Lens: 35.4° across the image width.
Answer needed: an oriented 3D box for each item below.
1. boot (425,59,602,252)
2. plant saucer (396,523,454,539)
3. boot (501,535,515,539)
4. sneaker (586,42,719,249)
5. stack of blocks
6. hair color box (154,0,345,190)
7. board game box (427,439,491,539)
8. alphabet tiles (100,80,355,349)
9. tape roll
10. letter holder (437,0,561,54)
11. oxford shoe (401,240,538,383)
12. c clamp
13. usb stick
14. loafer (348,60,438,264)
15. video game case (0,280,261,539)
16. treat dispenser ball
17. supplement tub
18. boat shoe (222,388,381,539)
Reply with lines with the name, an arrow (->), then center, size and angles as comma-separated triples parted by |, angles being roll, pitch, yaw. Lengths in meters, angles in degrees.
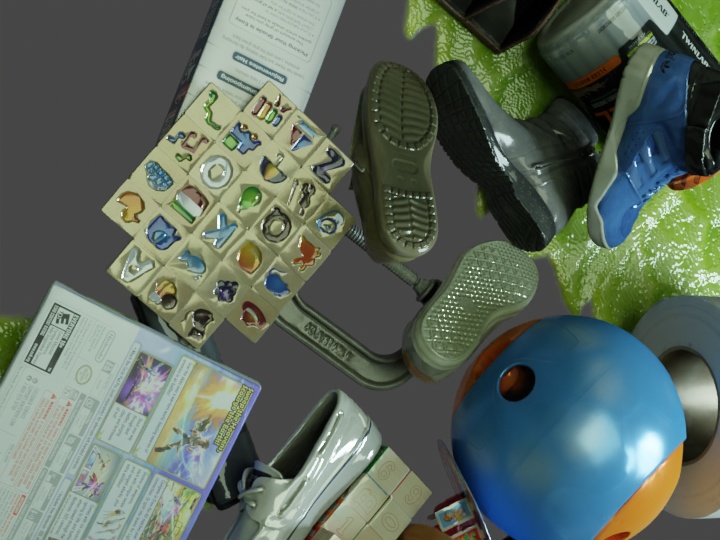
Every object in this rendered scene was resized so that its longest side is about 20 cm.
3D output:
boot -> 0.151, -0.129, 1.049 | 0.132, 0.070, 0.201 | -41, 109, -28
plant saucer -> 0.075, 0.305, 0.916 | 0.037, 0.200, 0.202 | -24, 97, -28
boot -> 0.185, 0.314, 1.018 | 0.069, 0.200, 0.175 | -34, 69, 2
sneaker -> 0.272, -0.091, 0.992 | 0.077, 0.111, 0.201 | -37, 144, -48
stack of blocks -> -0.032, 0.235, 0.922 | 0.059, 0.115, 0.200 | 47, 71, -14
hair color box -> -0.089, -0.176, 0.945 | 0.099, 0.060, 0.201 | 24, 79, -20
board game box -> 0.090, 0.244, 0.959 | 0.039, 0.158, 0.201 | -22, 97, -4
alphabet tiles -> -0.103, -0.044, 0.906 | 0.166, 0.006, 0.200 | 42, 84, -20
tape roll -> 0.350, 0.125, 1.042 | 0.138, 0.202, 0.205 | 2, 87, -23
letter holder -> 0.170, -0.318, 1.016 | 0.100, 0.142, 0.201 | 37, 74, -17
oxford shoe -> 0.095, 0.034, 1.001 | 0.075, 0.058, 0.200 | 42, 44, 6
c clamp -> 0.000, 0.000, 0.993 | 0.200, 0.027, 0.171 | 43, 73, -15
usb stick -> -0.133, 0.098, 0.929 | 0.055, 0.033, 0.202 | -22, 96, -21
loafer -> 0.022, -0.093, 0.973 | 0.076, 0.067, 0.201 | 19, 55, -25
video game case -> -0.201, 0.137, 0.873 | 0.180, 0.045, 0.201 | 28, 85, -12
treat dispenser ball -> 0.177, 0.139, 0.967 | 0.199, 0.201, 0.203 | 1, 87, -23
supplement tub -> 0.270, -0.180, 1.064 | 0.200, 0.122, 0.123 | 45, 72, -14
boat shoe -> -0.066, 0.180, 0.904 | 0.200, 0.072, 0.066 | -45, 114, -14
